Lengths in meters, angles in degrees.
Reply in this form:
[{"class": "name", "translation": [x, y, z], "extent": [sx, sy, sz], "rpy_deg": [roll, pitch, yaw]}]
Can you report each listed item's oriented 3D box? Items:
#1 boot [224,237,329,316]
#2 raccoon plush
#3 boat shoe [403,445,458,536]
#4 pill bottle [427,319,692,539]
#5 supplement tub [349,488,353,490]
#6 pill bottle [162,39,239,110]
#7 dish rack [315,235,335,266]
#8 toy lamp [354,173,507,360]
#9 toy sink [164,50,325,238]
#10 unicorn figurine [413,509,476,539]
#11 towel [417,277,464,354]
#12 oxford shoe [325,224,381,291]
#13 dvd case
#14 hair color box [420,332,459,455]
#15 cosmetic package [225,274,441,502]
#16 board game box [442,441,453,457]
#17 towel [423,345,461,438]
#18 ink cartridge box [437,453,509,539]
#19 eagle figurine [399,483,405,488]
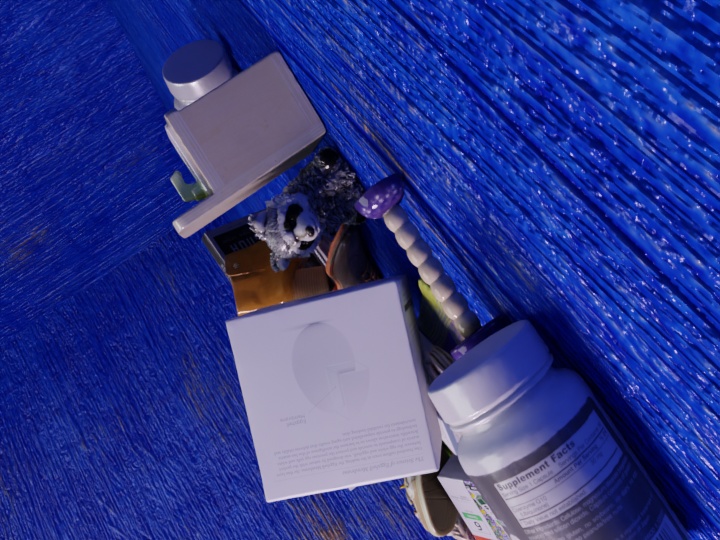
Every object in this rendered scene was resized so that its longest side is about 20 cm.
[{"class": "boot", "translation": [-0.123, -0.036, 0.924], "extent": [0.071, 0.140, 0.205], "rpy_deg": [83, 179, -58]}, {"class": "raccoon plush", "translation": [-0.071, -0.064, 0.775], "extent": [0.098, 0.133, 0.200], "rpy_deg": [55, 170, -7]}, {"class": "boat shoe", "translation": [0.084, 0.275, 0.933], "extent": [0.063, 0.072, 0.205], "rpy_deg": [-37, 61, 44]}, {"class": "pill bottle", "translation": [0.142, 0.147, 0.481], "extent": [0.202, 0.112, 0.113], "rpy_deg": [56, 170, 4]}, {"class": "supplement tub", "translation": [0.028, 0.250, 1.080], "extent": [0.147, 0.198, 0.146], "rpy_deg": [52, 170, 14]}, {"class": "pill bottle", "translation": [-0.211, -0.232, 0.985], "extent": [0.114, 0.113, 0.202], "rpy_deg": [48, 167, 37]}, {"class": "dish rack", "translation": [-0.063, -0.032, 1.094], "extent": [0.172, 0.043, 0.201], "rpy_deg": [50, 168, 30]}, {"class": "toy lamp", "translation": [0.071, 0.010, 0.569], "extent": [0.202, 0.057, 0.058], "rpy_deg": [58, 170, 8]}, {"class": "toy sink", "translation": [-0.155, -0.143, 0.754], "extent": [0.113, 0.198, 0.130], "rpy_deg": [55, 170, -6]}, {"class": "unicorn figurine", "translation": [0.131, 0.353, 0.987], "extent": [0.204, 0.073, 0.137], "rpy_deg": [64, 157, -11]}, {"class": "towel", "translation": [0.122, 0.104, 0.696], "extent": [0.202, 0.023, 0.144], "rpy_deg": [54, 170, 17]}, {"class": "oxford shoe", "translation": [0.000, 0.000, 0.890], "extent": [0.072, 0.072, 0.201], "rpy_deg": [22, 155, 16]}, {"class": "dvd case", "translation": [-0.126, 0.001, 0.981], "extent": [0.202, 0.149, 0.025], "rpy_deg": [53, 140, 13]}, {"class": "hair color box", "translation": [0.084, 0.142, 0.887], "extent": [0.200, 0.060, 0.100], "rpy_deg": [44, 164, 48]}, {"class": "cosmetic package", "translation": [-0.023, 0.127, 0.739], "extent": [0.123, 0.194, 0.206], "rpy_deg": [-15, -88, -80]}, {"class": "board game box", "translation": [0.163, 0.299, 1.023], "extent": [0.102, 0.047, 0.202], "rpy_deg": [45, 165, 44]}, {"class": "towel", "translation": [0.136, 0.182, 0.717], "extent": [0.202, 0.034, 0.132], "rpy_deg": [62, 170, -30]}, {"class": "ink cartridge box", "translation": [0.197, 0.342, 0.880], "extent": [0.108, 0.050, 0.203], "rpy_deg": [-12, 113, 51]}, {"class": "eagle figurine", "translation": [0.145, 0.403, 1.299], "extent": [0.199, 0.147, 0.156], "rpy_deg": [-7, -77, -69]}]
